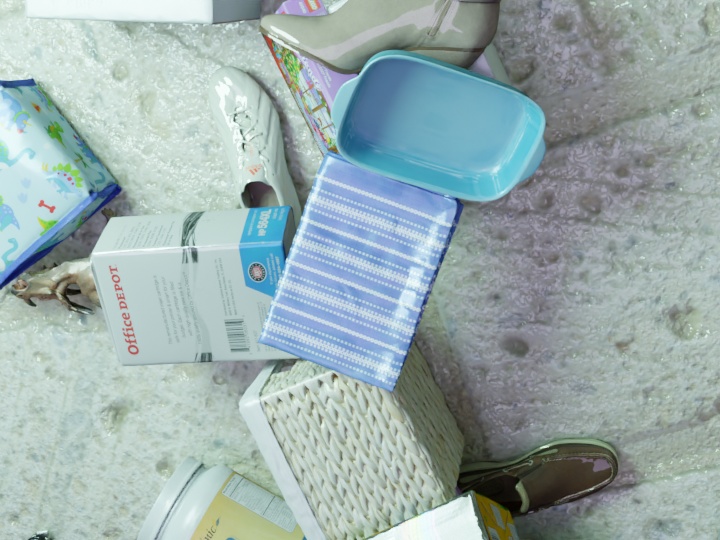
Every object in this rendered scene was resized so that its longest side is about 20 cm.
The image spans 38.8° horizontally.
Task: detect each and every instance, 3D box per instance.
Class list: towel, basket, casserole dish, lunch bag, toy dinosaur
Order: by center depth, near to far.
[{"bbox_3d":[0.070,-0.133,0.920,0.199,0.039,0.121,15,127,-14],"label":"casserole dish"},{"bbox_3d":[0.000,0.000,0.974,0.144,0.024,0.201,20,92,6],"label":"towel"},{"bbox_3d":[-0.002,0.165,1.103,0.160,0.198,0.201,-26,98,15],"label":"basket"},{"bbox_3d":[-0.404,-0.092,1.160,0.200,0.127,0.170,-38,95,10],"label":"lunch bag"},{"bbox_3d":[-0.288,0.026,1.193,0.200,0.086,0.136,34,118,-11],"label":"toy dinosaur"}]

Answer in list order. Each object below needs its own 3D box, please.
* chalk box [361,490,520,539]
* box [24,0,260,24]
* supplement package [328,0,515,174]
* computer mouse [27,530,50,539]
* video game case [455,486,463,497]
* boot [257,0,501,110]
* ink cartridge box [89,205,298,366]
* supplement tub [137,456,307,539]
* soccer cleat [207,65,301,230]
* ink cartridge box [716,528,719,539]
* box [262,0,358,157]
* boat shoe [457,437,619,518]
[{"bbox_3d":[0.063,0.321,1.012,0.199,0.124,0.125,-28,60,15],"label":"chalk box"},{"bbox_3d":[-0.217,-0.309,1.038,0.199,0.152,0.107,5,106,12],"label":"box"},{"bbox_3d":[0.075,-0.199,1.017,0.121,0.120,0.201,-23,99,17],"label":"supplement package"},{"bbox_3d":[-0.342,0.412,1.333,0.199,0.053,0.139,4,109,25],"label":"computer mouse"},{"bbox_3d":[0.098,0.337,1.104,0.143,0.019,0.200,-53,47,16],"label":"video game case"},{"bbox_3d":[0.024,-0.240,0.914,0.199,0.070,0.147,22,113,-6],"label":"boot"},{"bbox_3d":[-0.165,0.017,1.076,0.199,0.084,0.147,-2,123,6],"label":"ink cartridge box"},{"bbox_3d":[-0.147,0.322,1.206,0.199,0.145,0.145,28,110,4],"label":"supplement tub"},{"bbox_3d":[-0.115,-0.124,1.106,0.069,0.078,0.201,-17,101,17],"label":"soccer cleat"},{"bbox_3d":[0.485,0.331,1.090,0.199,0.083,0.146,11,108,10],"label":"ink cartridge box"},{"bbox_3d":[-0.031,-0.174,1.042,0.039,0.137,0.201,-29,98,-13],"label":"box"},{"bbox_3d":[0.190,0.245,1.141,0.201,0.075,0.075,-19,101,18],"label":"boat shoe"}]
